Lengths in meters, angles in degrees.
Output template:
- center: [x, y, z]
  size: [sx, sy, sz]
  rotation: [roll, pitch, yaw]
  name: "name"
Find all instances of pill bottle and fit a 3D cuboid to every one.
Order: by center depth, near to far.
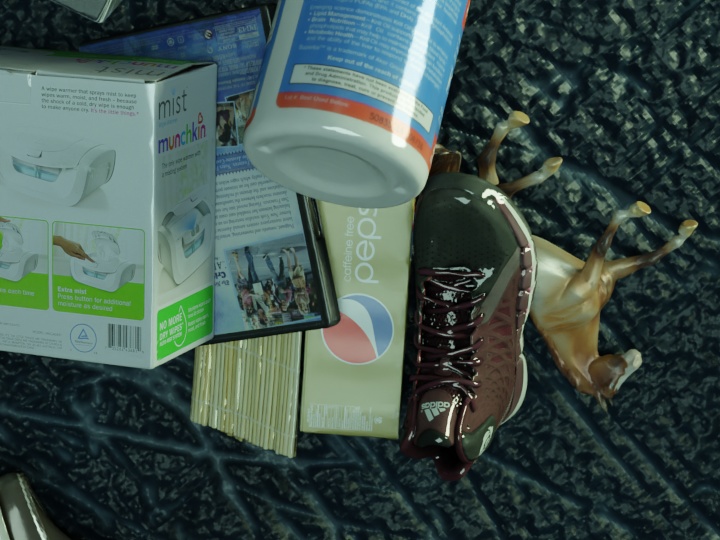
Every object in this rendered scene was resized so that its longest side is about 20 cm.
- center: [0.006, -0.147, 1.623]
  size: [0.112, 0.112, 0.200]
  rotation: [15, 70, -1]
  name: "pill bottle"

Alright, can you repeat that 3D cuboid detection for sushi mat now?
- center: [-0.069, 0.012, 1.720]
  size: [0.096, 0.012, 0.200]
  rotation: [15, 107, 40]
  name: "sushi mat"

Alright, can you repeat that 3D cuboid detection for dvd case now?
- center: [-0.093, -0.055, 1.692]
  size: [0.142, 0.018, 0.200]
  rotation: [-9, 95, 29]
  name: "dvd case"

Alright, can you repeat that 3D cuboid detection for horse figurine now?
- center: [0.110, -0.014, 1.709]
  size: [0.200, 0.050, 0.133]
  rotation: [30, 120, -13]
  name: "horse figurine"

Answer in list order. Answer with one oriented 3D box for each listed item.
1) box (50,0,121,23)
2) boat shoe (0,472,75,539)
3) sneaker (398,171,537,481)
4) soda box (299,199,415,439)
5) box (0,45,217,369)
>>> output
- center: [-0.155, -0.243, 1.598]
  size: [0.107, 0.200, 0.149]
  rotation: [25, 104, -4]
  name: "box"
- center: [-0.182, 0.212, 1.772]
  size: [0.059, 0.072, 0.200]
  rotation: [-23, 105, 1]
  name: "boat shoe"
- center: [0.060, 0.047, 1.662]
  size: [0.076, 0.116, 0.200]
  rotation: [6, 132, 19]
  name: "sneaker"
- center: [0.000, 0.000, 1.714]
  size: [0.064, 0.068, 0.200]
  rotation: [5, 103, 1]
  name: "soda box"
- center: [-0.196, -0.044, 1.671]
  size: [0.200, 0.097, 0.177]
  rotation: [5, 103, 21]
  name: "box"
